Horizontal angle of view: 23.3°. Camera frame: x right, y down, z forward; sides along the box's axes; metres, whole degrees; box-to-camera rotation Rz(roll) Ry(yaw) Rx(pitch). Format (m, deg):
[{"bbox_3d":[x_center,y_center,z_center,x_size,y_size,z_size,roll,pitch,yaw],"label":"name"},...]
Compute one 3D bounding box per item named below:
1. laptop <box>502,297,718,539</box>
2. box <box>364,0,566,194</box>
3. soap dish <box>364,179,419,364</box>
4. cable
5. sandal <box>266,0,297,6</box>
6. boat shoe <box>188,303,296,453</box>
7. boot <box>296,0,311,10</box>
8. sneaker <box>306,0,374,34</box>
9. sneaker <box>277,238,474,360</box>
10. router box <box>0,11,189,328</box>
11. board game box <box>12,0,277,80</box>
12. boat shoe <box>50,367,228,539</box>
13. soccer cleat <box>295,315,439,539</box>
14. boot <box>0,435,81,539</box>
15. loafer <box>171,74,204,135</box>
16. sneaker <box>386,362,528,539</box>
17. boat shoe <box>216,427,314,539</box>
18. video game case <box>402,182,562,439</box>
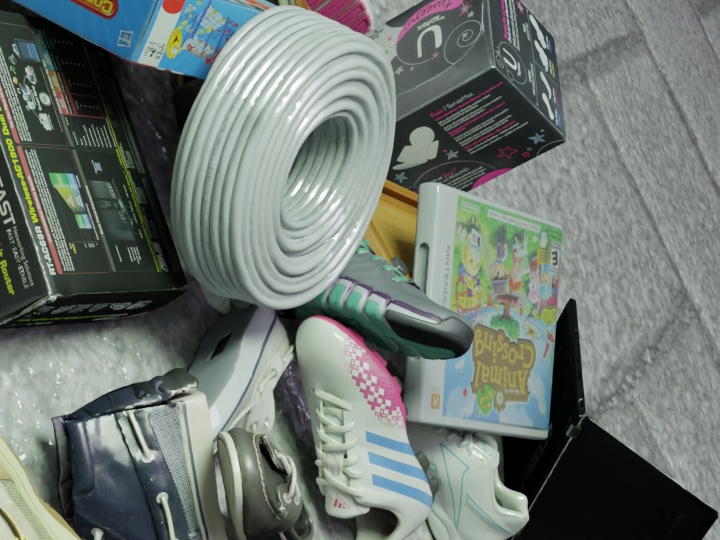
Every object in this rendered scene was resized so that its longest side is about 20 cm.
[{"bbox_3d":[0.204,0.166,1.482,0.116,0.187,0.200,11,47,-10],"label":"laptop"},{"bbox_3d":[0.059,-0.145,1.498,0.115,0.200,0.132,40,36,-39],"label":"box"},{"bbox_3d":[0.020,-0.006,1.408,0.200,0.081,0.158,20,35,-53],"label":"soap dish"},{"bbox_3d":[-0.049,-0.072,1.159,0.200,0.069,0.200,-60,154,-14],"label":"cable"},{"bbox_3d":[-0.083,-0.171,1.288,0.057,0.080,0.201,0,53,-35],"label":"sandal"},{"bbox_3d":[-0.086,0.090,1.197,0.070,0.071,0.200,54,23,-15],"label":"boat shoe"},{"bbox_3d":[-0.065,-0.203,1.406,0.200,0.074,0.155,51,15,-69],"label":"boot"},{"bbox_3d":[-0.053,-0.280,1.541,0.200,0.081,0.088,50,32,-28],"label":"sneaker"},{"bbox_3d":[0.000,0.000,1.269,0.088,0.200,0.074,-65,152,-18],"label":"sneaker"},{"bbox_3d":[-0.203,-0.064,1.116,0.150,0.062,0.200,-1,69,-62],"label":"router box"},{"bbox_3d":[-0.155,-0.188,1.187,0.200,0.056,0.196,29,12,29],"label":"board game box"},{"bbox_3d":[-0.133,0.165,1.064,0.093,0.075,0.201,-11,95,-25],"label":"boat shoe"},{"bbox_3d":[-0.004,0.127,1.272,0.086,0.070,0.200,-48,126,-32],"label":"soccer cleat"},{"bbox_3d":[-0.221,0.162,0.894,0.200,0.072,0.155,53,32,-24],"label":"boot"},{"bbox_3d":[-0.115,-0.115,1.319,0.072,0.073,0.200,32,31,-33],"label":"loafer"},{"bbox_3d":[0.066,0.140,1.409,0.200,0.080,0.070,54,31,-17],"label":"sneaker"},{"bbox_3d":[-0.057,0.140,1.102,0.200,0.057,0.067,97,-19,-69],"label":"boat shoe"},{"bbox_3d":[0.101,0.037,1.384,0.200,0.022,0.183,14,79,-54],"label":"video game case"}]
